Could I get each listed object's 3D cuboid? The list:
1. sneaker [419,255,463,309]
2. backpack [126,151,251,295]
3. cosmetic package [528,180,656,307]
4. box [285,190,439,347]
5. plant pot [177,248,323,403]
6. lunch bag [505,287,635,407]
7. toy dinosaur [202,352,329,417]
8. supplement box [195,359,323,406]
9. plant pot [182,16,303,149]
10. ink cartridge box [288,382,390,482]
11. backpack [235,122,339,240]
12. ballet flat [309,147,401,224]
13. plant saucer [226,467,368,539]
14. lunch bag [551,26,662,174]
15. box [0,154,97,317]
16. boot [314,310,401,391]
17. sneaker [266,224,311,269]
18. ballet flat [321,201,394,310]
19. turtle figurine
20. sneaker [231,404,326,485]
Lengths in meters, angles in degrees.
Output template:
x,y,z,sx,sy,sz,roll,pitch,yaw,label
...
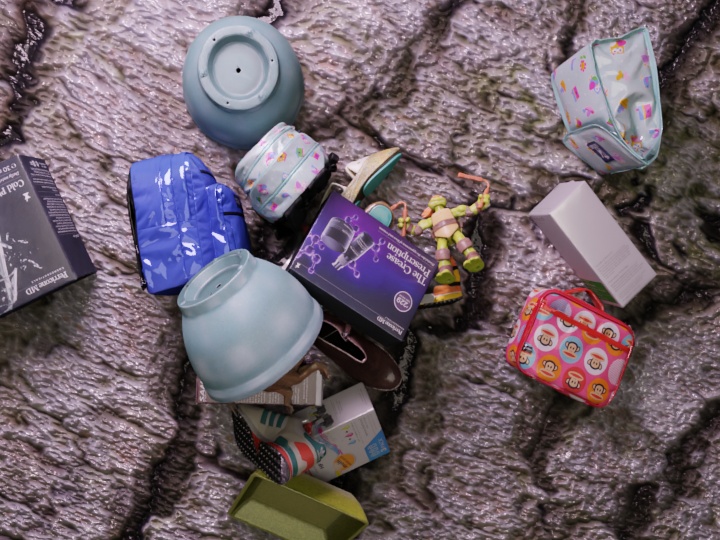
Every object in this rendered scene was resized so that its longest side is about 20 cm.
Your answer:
x,y,z,sx,sy,sz,roll,pitch,yaw,label
0.071,0.019,1.181,0.194,0.070,0.093,-5,80,-6,sneaker
-0.262,-0.078,1.089,0.163,0.163,0.205,-15,86,-3,backpack
0.385,-0.046,1.184,0.085,0.108,0.201,-42,95,-1,cosmetic package
0.000,0.000,1.067,0.197,0.079,0.143,32,72,-9,box
-0.167,0.059,0.973,0.198,0.201,0.136,-34,116,-3,plant pot
0.362,0.119,1.210,0.196,0.082,0.180,25,87,-9,lunch bag
-0.132,0.147,1.016,0.133,0.199,0.088,4,56,-43,toy dinosaur
-0.159,0.177,1.139,0.194,0.109,0.063,2,90,-7,supplement box
-0.183,-0.296,1.088,0.194,0.134,0.206,0,94,-6,plant pot
-0.062,0.280,1.154,0.196,0.068,0.117,-24,128,-4,ink cartridge box
-0.117,-0.141,1.077,0.125,0.200,0.169,35,91,-7,backpack
-0.013,-0.134,1.160,0.070,0.071,0.202,37,89,-7,ballet flat
-0.101,0.380,1.146,0.196,0.201,0.049,25,49,-7,plant saucer
0.400,-0.256,1.138,0.119,0.170,0.205,-15,93,-6,lunch bag
-0.544,-0.041,1.079,0.196,0.124,0.201,-25,98,-4,box
-0.006,0.138,1.123,0.198,0.166,0.073,36,86,-7,boot
-0.134,0.010,1.128,0.096,0.071,0.203,24,104,-29,sneaker
-0.014,-0.025,1.159,0.067,0.072,0.203,32,91,-8,ballet flat
0.132,-0.061,1.161,0.195,0.065,0.165,-16,61,4,turtle figurine
-0.126,0.252,1.085,0.092,0.198,0.072,-14,111,-32,sneaker
